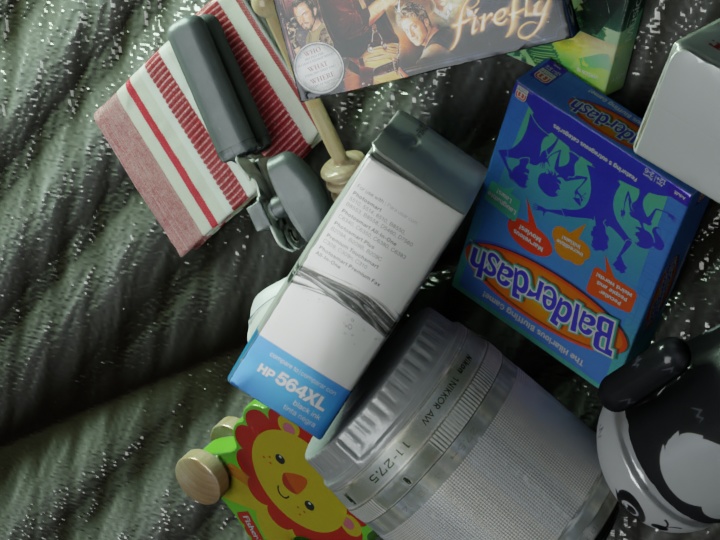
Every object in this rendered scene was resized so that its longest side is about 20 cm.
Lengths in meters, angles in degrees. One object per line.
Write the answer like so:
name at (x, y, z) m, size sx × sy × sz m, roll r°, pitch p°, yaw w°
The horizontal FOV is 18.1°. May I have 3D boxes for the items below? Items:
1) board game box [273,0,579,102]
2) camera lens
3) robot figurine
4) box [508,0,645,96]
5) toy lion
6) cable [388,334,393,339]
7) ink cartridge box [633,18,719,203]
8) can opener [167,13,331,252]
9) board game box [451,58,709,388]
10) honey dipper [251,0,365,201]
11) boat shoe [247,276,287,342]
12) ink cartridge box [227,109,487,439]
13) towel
board game box at (0.037, -0.205, 1.559) m, size 0.199 × 0.035 × 0.136 m, roll -13°, pitch 101°, yaw 16°
camera lens at (0.080, 0.145, 1.650) m, size 0.200 × 0.160 × 0.160 m, roll 40°, pitch 129°, yaw -6°
robot figurine at (0.253, 0.104, 1.554) m, size 0.200 × 0.125 × 0.151 m, roll -33°, pitch 87°, yaw 39°
box at (0.137, -0.237, 1.563) m, size 0.144 × 0.036 × 0.201 m, roll 27°, pitch 123°, yaw 26°
toy lion at (-0.044, 0.187, 1.814) m, size 0.191 × 0.069 × 0.201 m, roll -11°, pitch 112°, yaw 45°
cable at (0.021, 0.127, 1.784) m, size 0.199 × 0.051 × 0.164 m, roll -15°, pitch 98°, yaw 39°
ink cartridge box at (0.282, -0.099, 1.404) m, size 0.146 × 0.200 × 0.083 m, roll 34°, pitch 125°, yaw 22°
can opener at (-0.078, -0.110, 1.742) m, size 0.067 × 0.053 × 0.201 m, roll -24°, pitch 88°, yaw 23°
board game box at (0.156, -0.028, 1.606) m, size 0.152 × 0.045 × 0.200 m, roll 35°, pitch 136°, yaw 21°
honey dipper at (-0.035, -0.123, 1.691) m, size 0.038 × 0.038 × 0.200 m, roll -1°, pitch 128°, yaw 37°
boat shoe at (-0.014, 0.023, 1.743) m, size 0.073 × 0.066 × 0.200 m, roll 32°, pitch 134°, yaw -22°
ink cartridge box at (0.000, 0.000, 1.619) m, size 0.084 × 0.146 × 0.200 m, roll 33°, pitch 109°, yaw -1°
towel at (-0.120, -0.120, 1.811) m, size 0.200 × 0.023 × 0.144 m, roll -38°, pitch 82°, yaw 38°
